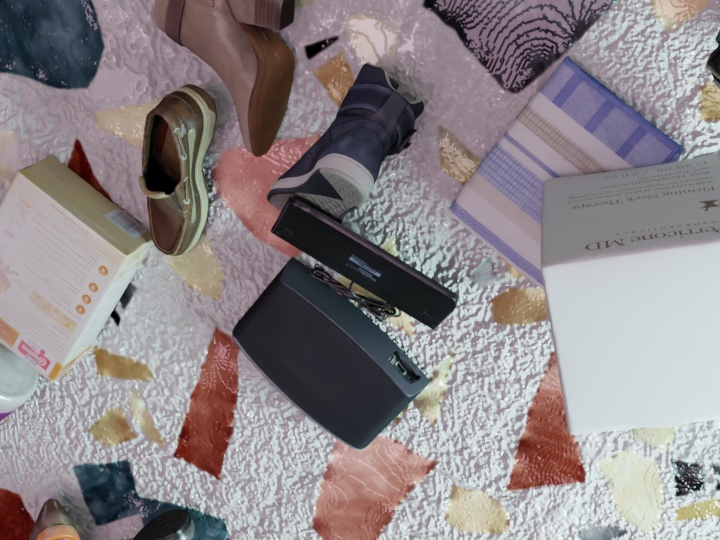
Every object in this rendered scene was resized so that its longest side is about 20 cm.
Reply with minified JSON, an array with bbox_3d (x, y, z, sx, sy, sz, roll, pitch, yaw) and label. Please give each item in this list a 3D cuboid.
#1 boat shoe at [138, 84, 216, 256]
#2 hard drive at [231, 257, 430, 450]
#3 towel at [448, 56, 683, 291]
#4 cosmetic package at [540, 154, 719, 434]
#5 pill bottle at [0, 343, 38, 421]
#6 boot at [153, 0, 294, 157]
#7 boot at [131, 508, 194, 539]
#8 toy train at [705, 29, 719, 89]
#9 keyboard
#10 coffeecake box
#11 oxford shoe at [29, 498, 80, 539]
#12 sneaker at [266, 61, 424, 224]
[{"bbox_3d":[-0.204,-0.095,1.231,0.075,0.075,0.203,26,128,21],"label":"boat shoe"},{"bbox_3d":[-0.039,0.097,1.276,0.200,0.042,0.135,42,119,1],"label":"hard drive"},{"bbox_3d":[0.193,-0.085,1.140,0.147,0.024,0.200,38,116,3],"label":"towel"},{"bbox_3d":[0.253,0.017,1.039,0.167,0.200,0.167,-8,113,13],"label":"cosmetic package"},{"bbox_3d":[-0.488,0.155,1.420,0.200,0.112,0.112,-35,95,27],"label":"pill bottle"},{"bbox_3d":[-0.142,-0.229,1.190,0.146,0.070,0.200,23,118,20],"label":"boot"},{"bbox_3d":[-0.237,0.376,1.444,0.200,0.070,0.132,-34,98,37],"label":"boot"},{"bbox_3d":[0.369,-0.218,0.979,0.085,0.114,0.200,43,117,0],"label":"toy train"},{"bbox_3d":[0.000,0.000,1.205,0.200,0.021,0.127,32,149,-4],"label":"keyboard"},{"bbox_3d":[-0.348,0.000,1.335,0.153,0.073,0.200,38,117,3],"label":"coffeecake box"},{"bbox_3d":[-0.388,0.370,1.498,0.071,0.073,0.200,0,131,-26],"label":"oxford shoe"},{"bbox_3d":[-0.013,-0.122,1.176,0.077,0.146,0.202,34,160,-17],"label":"sneaker"}]
